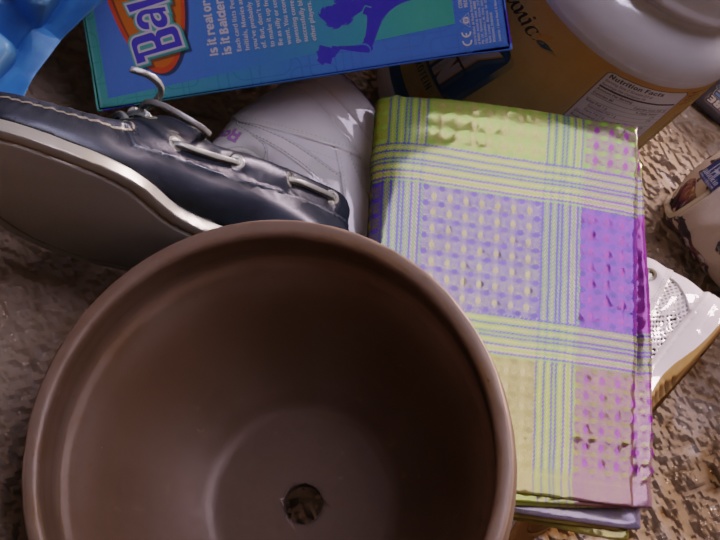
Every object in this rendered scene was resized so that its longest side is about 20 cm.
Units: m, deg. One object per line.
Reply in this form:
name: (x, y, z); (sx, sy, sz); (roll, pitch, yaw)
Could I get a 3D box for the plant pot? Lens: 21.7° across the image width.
plant pot: (-0.031, 0.089, 0.774); (0.198, 0.093, 0.203); (-3, 70, 9)

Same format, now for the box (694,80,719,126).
box: (0.257, -0.125, 1.182); (0.199, 0.035, 0.110); (38, 47, -8)

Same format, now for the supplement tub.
supplement tub: (0.114, -0.131, 0.972); (0.143, 0.200, 0.146); (18, 52, -24)

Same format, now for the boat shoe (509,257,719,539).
boat shoe: (0.111, 0.060, 0.943); (0.069, 0.071, 0.200); (40, 46, 11)

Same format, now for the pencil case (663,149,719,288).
pencil case: (0.262, 0.012, 1.061); (0.200, 0.089, 0.078); (50, 46, 2)

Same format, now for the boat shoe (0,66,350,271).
boat shoe: (-0.085, -0.038, 0.807); (0.198, 0.075, 0.062); (19, 59, -28)

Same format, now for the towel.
towel: (0.066, 0.019, 0.870); (0.142, 0.023, 0.202); (7, 70, -12)

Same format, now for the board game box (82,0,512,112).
board game box: (-0.037, -0.165, 0.875); (0.198, 0.045, 0.154); (-8, 101, 3)

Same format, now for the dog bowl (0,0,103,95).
dog bowl: (-0.172, -0.123, 0.811); (0.111, 0.050, 0.201); (37, 80, -14)

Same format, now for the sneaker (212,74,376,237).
sneaker: (0.000, 0.000, 0.911); (0.099, 0.075, 0.201); (-34, 82, -26)
